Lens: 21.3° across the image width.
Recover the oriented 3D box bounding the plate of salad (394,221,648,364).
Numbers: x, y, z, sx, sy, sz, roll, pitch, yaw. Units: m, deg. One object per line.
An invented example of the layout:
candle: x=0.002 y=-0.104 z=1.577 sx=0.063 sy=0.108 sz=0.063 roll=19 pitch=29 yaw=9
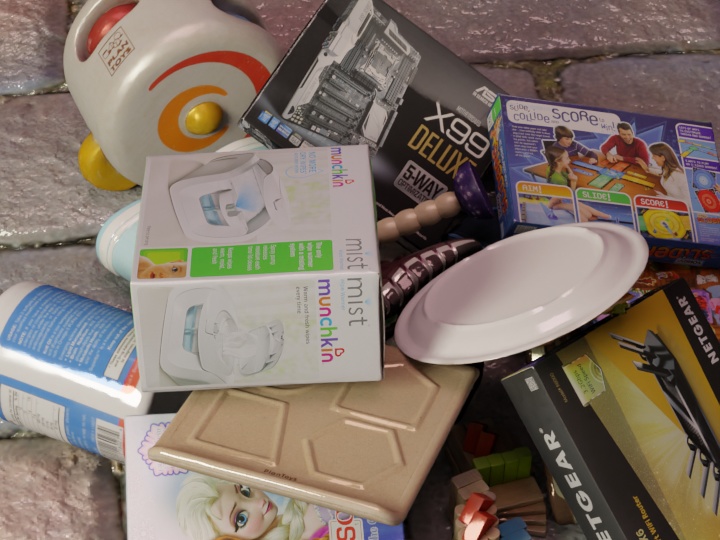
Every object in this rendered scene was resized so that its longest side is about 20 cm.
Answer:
plate of salad: x=0.121 y=0.022 z=1.419 sx=0.199 sy=0.048 sz=0.200 roll=-21 pitch=22 yaw=9

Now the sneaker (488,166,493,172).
sneaker: x=0.111 y=-0.104 z=1.723 sx=0.201 sy=0.067 sz=0.108 roll=25 pitch=49 yaw=27

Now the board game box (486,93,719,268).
board game box: x=0.210 y=-0.076 z=1.611 sx=0.199 sy=0.035 sz=0.136 roll=7 pitch=55 yaw=-14

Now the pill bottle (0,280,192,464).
pill bottle: x=-0.232 y=0.072 z=1.485 sx=0.199 sy=0.113 sz=0.112 roll=19 pitch=46 yaw=16

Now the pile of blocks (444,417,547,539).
pile of blocks: x=0.101 y=0.180 z=1.422 sx=0.082 sy=0.062 sz=0.201 roll=4 pitch=44 yaw=2

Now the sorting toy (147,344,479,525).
sorting toy: x=-0.029 y=0.106 z=1.355 sx=0.184 sy=0.037 sz=0.200 roll=13 pitch=33 yaw=16

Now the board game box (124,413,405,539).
board game box: x=-0.067 y=0.197 z=1.362 sx=0.198 sy=0.041 sz=0.201 roll=-3 pitch=65 yaw=-5

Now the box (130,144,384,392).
box: x=-0.073 y=-0.003 z=1.405 sx=0.176 sy=0.097 sz=0.200 roll=-3 pitch=30 yaw=0

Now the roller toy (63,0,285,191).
roller toy: x=-0.162 y=-0.168 z=1.692 sx=0.199 sy=0.183 sz=0.140 roll=-16 pitch=47 yaw=-19

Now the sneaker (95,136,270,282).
sneaker: x=-0.110 y=-0.029 z=1.626 sx=0.200 sy=0.080 sz=0.130 roll=-34 pitch=51 yaw=-20

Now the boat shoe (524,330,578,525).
boat shoe: x=0.170 y=0.092 z=1.472 sx=0.074 sy=0.075 sz=0.203 roll=-10 pitch=74 yaw=7

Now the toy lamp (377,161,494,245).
toy lamp: x=0.010 y=-0.028 z=1.591 sx=0.199 sy=0.058 sz=0.058 roll=-25 pitch=44 yaw=8

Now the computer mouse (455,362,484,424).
computer mouse: x=0.029 y=0.124 z=1.486 sx=0.034 sy=0.059 sz=0.200 roll=17 pitch=41 yaw=37

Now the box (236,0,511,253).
box: x=0.019 y=-0.132 z=1.647 sx=0.200 sy=0.050 sz=0.158 roll=36 pitch=81 yaw=-6

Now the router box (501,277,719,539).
router box: x=0.218 y=0.128 z=1.411 sx=0.157 sy=0.052 sz=0.201 roll=-28 pitch=89 yaw=-28

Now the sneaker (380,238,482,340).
sneaker: x=0.000 y=0.000 z=1.533 sx=0.200 sy=0.076 sz=0.115 roll=-28 pitch=55 yaw=-37

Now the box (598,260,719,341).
box: x=0.261 y=0.060 z=1.573 sx=0.136 sy=0.039 sz=0.201 roll=-1 pitch=43 yaw=-3

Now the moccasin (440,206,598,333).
moccasin: x=0.132 y=0.021 z=1.595 sx=0.068 sy=0.081 sz=0.200 roll=-20 pitch=33 yaw=-16
